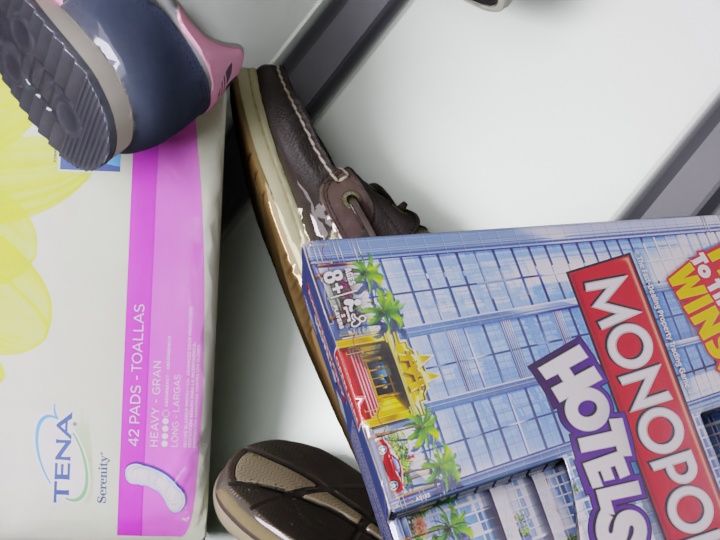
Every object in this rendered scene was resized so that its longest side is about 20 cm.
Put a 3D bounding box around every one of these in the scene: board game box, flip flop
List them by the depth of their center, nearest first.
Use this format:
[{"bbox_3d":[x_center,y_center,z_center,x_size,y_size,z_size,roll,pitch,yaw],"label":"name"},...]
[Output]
[{"bbox_3d":[0.101,0.061,0.688,0.198,0.062,0.202,-17,73,-7],"label":"board game box"},{"bbox_3d":[0.016,0.146,0.742,0.199,0.081,0.058,37,120,19],"label":"flip flop"}]

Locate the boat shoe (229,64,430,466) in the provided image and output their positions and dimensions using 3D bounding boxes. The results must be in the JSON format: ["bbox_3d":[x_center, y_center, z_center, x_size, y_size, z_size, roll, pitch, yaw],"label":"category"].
[{"bbox_3d":[0.000,0.000,0.776,0.064,0.073,0.202,-20,73,-6],"label":"boat shoe"}]

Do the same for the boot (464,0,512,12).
[{"bbox_3d":[0.026,-0.212,0.804,0.199,0.072,0.145,32,80,27],"label":"boot"}]

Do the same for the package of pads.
[{"bbox_3d":[-0.135,0.013,0.773,0.153,0.068,0.202,2,92,-4],"label":"package of pads"}]

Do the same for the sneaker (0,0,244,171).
[{"bbox_3d":[-0.121,-0.135,0.733,0.082,0.070,0.201,-25,80,-32],"label":"sneaker"}]
